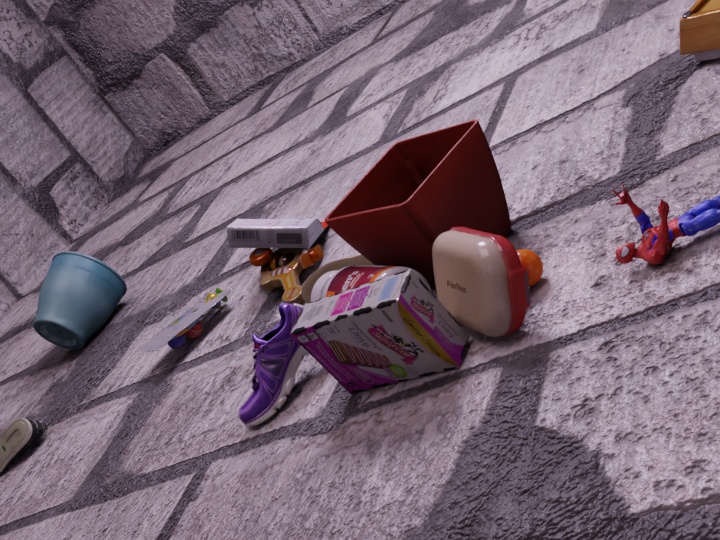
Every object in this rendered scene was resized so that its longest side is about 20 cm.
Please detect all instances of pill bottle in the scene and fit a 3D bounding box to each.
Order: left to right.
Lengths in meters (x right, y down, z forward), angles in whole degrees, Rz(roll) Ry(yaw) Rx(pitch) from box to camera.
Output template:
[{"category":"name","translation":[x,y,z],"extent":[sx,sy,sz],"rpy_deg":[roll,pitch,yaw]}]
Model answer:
[{"category":"pill bottle","translation":[0.011,0.047,1.487],"extent":[0.110,0.110,0.200],"rpy_deg":[-46,22,-22]}]

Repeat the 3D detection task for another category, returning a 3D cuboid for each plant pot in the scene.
[{"category":"plant pot","translation":[-0.711,0.086,2.505],"extent":[0.200,0.200,0.188],"rpy_deg":[-17,44,43]},{"category":"plant pot","translation":[0.106,-0.081,1.510],"extent":[0.200,0.176,0.200],"rpy_deg":[-8,35,54]}]

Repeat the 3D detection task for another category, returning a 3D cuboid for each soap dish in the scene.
[{"category":"soap dish","translation":[0.594,-0.399,1.521],"extent":[0.157,0.081,0.200],"rpy_deg":[-46,23,-21]}]

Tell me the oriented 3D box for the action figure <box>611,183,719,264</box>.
[{"category":"action figure","translation":[0.377,-0.077,1.176],"extent":[0.200,0.099,0.065],"rpy_deg":[-32,20,22]}]

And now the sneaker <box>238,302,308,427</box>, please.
[{"category":"sneaker","translation":[-0.139,0.139,1.529],"extent":[0.200,0.083,0.081],"rpy_deg":[-64,21,-4]}]

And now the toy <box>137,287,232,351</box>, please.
[{"category":"toy","translation":[-0.343,0.112,2.023],"extent":[0.200,0.047,0.115],"rpy_deg":[-44,18,-27]}]

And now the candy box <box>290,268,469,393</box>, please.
[{"category":"candy box","translation":[0.024,0.086,1.340],"extent":[0.200,0.136,0.061],"rpy_deg":[-21,33,40]}]

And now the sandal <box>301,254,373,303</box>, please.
[{"category":"sandal","translation":[0.003,0.005,1.686],"extent":[0.212,0.078,0.070],"rpy_deg":[-31,-11,-3]}]

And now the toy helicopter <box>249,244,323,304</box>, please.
[{"category":"toy helicopter","translation":[-0.125,0.007,1.884],"extent":[0.132,0.079,0.200],"rpy_deg":[-27,32,2]}]

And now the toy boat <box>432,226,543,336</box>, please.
[{"category":"toy boat","translation":[0.179,0.005,1.326],"extent":[0.131,0.131,0.200],"rpy_deg":[-12,13,-20]}]

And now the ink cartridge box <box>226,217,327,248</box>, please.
[{"category":"ink cartridge box","translation":[-0.157,-0.090,1.989],"extent":[0.162,0.057,0.200],"rpy_deg":[0,21,11]}]

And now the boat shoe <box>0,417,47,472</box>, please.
[{"category":"boat shoe","translation":[-0.737,0.378,2.105],"extent":[0.200,0.072,0.068],"rpy_deg":[-39,-17,17]}]
